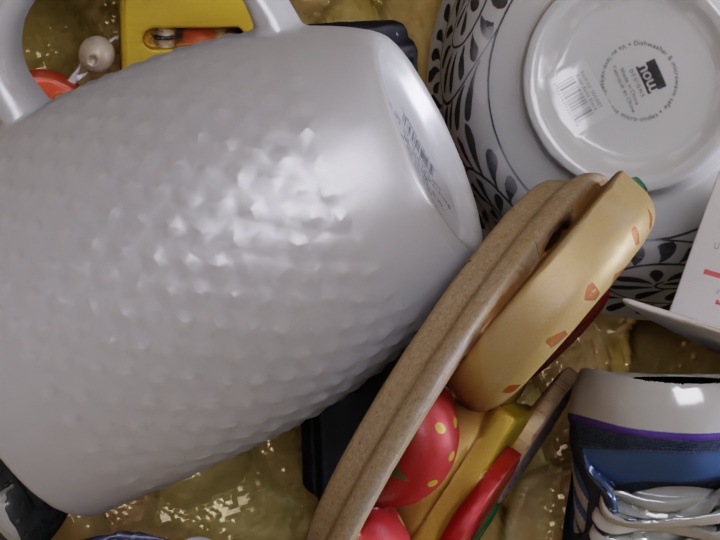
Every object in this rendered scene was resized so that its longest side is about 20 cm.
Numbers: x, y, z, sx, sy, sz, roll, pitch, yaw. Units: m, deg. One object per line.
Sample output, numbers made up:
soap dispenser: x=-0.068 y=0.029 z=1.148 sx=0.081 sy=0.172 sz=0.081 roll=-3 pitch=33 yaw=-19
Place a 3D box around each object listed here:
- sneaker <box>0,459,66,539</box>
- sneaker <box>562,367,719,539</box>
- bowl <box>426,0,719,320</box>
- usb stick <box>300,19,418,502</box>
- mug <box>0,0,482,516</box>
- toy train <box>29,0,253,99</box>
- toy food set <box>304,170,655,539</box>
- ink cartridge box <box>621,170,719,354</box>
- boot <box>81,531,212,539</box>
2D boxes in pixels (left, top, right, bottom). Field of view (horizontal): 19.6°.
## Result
sneaker: x=-0.180 y=0.022 z=0.829 sx=0.074 sy=0.084 sz=0.201 roll=-39 pitch=108 yaw=-55
sneaker: x=0.116 y=0.115 z=0.799 sx=0.080 sy=0.200 sz=0.148 roll=2 pitch=83 yaw=1
bowl: x=0.116 y=-0.078 z=0.852 sx=0.199 sy=0.094 sz=0.203 roll=1 pitch=93 yaw=13
usb stick: x=0.000 y=0.000 z=0.852 sx=0.055 sy=0.033 sz=0.202 roll=-5 pitch=102 yaw=-14
mug: x=-0.062 y=-0.033 z=0.762 sx=0.174 sy=0.148 sz=0.201 roll=-24 pitch=97 yaw=14
toy train: x=-0.071 y=-0.049 z=0.878 sx=0.199 sy=0.056 sz=0.151 roll=25 pitch=100 yaw=-15
toy food set: x=0.047 y=0.047 z=0.779 sx=0.048 sy=0.198 sz=0.201 roll=32 pitch=94 yaw=10
ink cartridge box: x=0.199 y=0.019 z=0.795 sx=0.199 sy=0.117 sz=0.068 roll=23 pitch=87 yaw=-51
boot: x=-0.050 y=0.142 z=0.792 sx=0.198 sy=0.091 sz=0.073 roll=-8 pitch=36 yaw=-23
